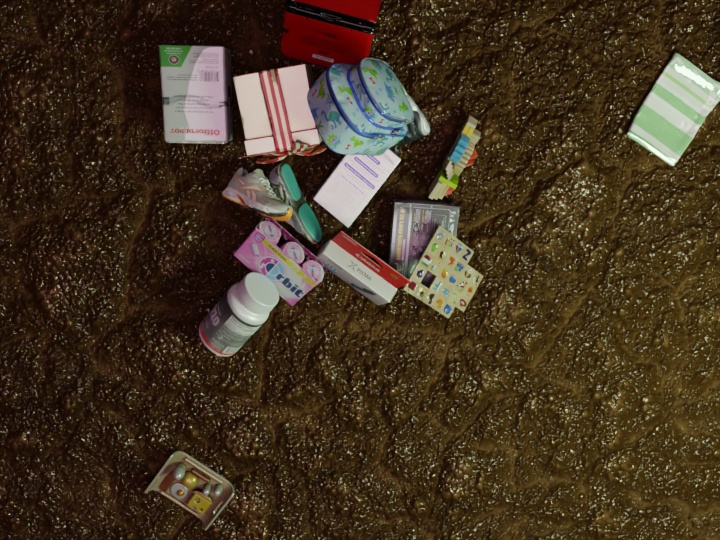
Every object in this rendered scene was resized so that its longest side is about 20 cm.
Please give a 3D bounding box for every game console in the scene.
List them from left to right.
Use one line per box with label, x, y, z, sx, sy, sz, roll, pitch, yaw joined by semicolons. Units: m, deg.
game console;-0.063;-0.552;1.374;0.196;0.120;0.174;13;136;-3

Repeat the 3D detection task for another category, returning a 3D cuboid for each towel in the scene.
towel;0.716;-0.362;1.425;0.151;0.023;0.202;29;104;-7

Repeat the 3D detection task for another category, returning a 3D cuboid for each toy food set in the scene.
toy food set;-0.454;0.589;1.664;0.199;0.061;0.144;36;102;-9

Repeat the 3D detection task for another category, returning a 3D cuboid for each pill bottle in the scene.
pill bottle;-0.286;0.102;1.477;0.113;0.114;0.200;40;120;-10

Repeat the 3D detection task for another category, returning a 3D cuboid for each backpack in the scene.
backpack;0.000;-0.338;1.276;0.146;0.198;0.186;-32;80;42

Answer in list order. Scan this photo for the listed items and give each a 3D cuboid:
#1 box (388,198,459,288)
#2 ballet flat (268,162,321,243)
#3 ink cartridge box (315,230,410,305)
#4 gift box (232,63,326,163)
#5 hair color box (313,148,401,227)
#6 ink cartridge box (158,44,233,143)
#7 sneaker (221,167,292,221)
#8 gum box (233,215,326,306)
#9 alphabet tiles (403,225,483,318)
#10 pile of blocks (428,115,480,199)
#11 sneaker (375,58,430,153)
box;0.147;-0.063;1.492;0.155;0.048;0.205;3;105;-1
ballet flat;-0.157;-0.151;1.467;0.071;0.072;0.203;-24;104;6
ink cartridge box;0.000;0.000;1.447;0.198;0.176;0.045;36;73;-9
gift box;-0.177;-0.331;1.345;0.180;0.200;0.191;-8;107;8
hair color box;-0.008;-0.214;1.443;0.109;0.065;0.201;37;104;-9
ink cartridge box;-0.359;-0.387;1.384;0.143;0.083;0.205;2;105;-1
sneaker;-0.226;-0.179;1.409;0.197;0.075;0.094;23;89;28
gum box;-0.185;-0.019;1.472;0.199;0.067;0.113;42;129;-11
alphabet tiles;0.207;0.013;1.480;0.198;0.008;0.169;31;88;-35
pile of blocks;0.227;-0.244;1.425;0.061;0.082;0.203;25;103;-7
sneaker;0.060;-0.361;1.397;0.113;0.076;0.201;-36;100;13
